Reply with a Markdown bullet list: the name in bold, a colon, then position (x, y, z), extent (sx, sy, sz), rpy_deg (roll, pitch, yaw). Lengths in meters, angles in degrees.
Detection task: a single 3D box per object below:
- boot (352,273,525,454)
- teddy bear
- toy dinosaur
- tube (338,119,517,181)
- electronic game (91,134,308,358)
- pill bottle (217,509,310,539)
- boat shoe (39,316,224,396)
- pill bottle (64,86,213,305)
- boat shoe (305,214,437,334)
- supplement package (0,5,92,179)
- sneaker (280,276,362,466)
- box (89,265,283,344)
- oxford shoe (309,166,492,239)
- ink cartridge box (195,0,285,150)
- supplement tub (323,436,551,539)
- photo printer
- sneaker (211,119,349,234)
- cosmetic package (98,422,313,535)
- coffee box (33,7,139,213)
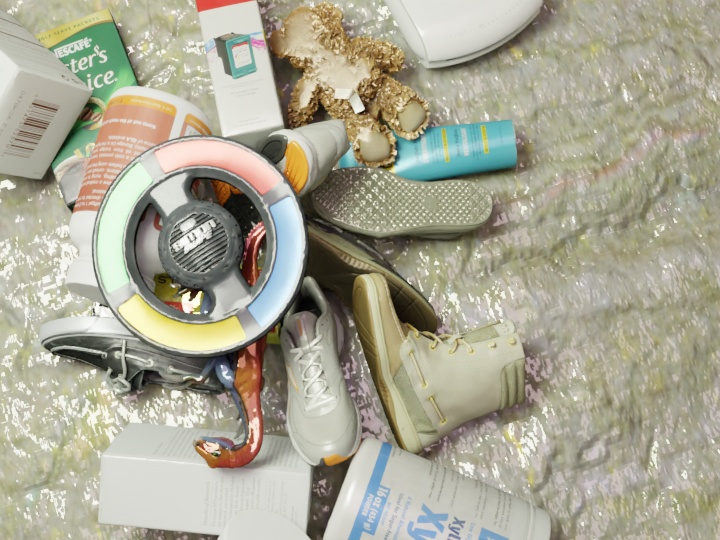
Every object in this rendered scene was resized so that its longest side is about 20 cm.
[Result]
- **boot**: position (0.082, 0.074, 0.964), extent (0.152, 0.072, 0.203), rpy_deg (-21, 112, -8)
- **teddy bear**: position (-0.013, -0.201, 1.053), extent (0.198, 0.067, 0.147), rpy_deg (31, 90, 13)
- **toy dinosaur**: position (-0.121, 0.081, 0.894), extent (0.104, 0.201, 0.183), rpy_deg (3, 46, -36)
- **tube**: position (0.072, -0.128, 1.057), extent (0.196, 0.051, 0.079), rpy_deg (-7, 67, 4)
- **electronic game**: position (-0.144, -0.023, 0.869), extent (0.196, 0.042, 0.204), rpy_deg (0, 83, -1)
- **pill bottle**: position (-0.119, 0.323, 0.869), extent (0.112, 0.113, 0.202), rpy_deg (32, 113, 6)
- **boat shoe**: position (-0.233, 0.094, 0.983), extent (0.195, 0.074, 0.069), rpy_deg (9, 68, -8)
- **pill bottle**: position (-0.223, -0.069, 0.953), extent (0.110, 0.112, 0.204), rpy_deg (13, 74, 2)
- **boat shoe**: position (-0.001, 0.000, 1.011), extent (0.199, 0.072, 0.066), rpy_deg (31, 36, -7)
- **supplement package**: position (-0.400, -0.205, 0.992), extent (0.199, 0.117, 0.118), rpy_deg (40, 104, 19)
- **sneaker**: position (-0.049, 0.094, 0.937), extent (0.074, 0.093, 0.202), rpy_deg (-16, 46, 2)
- **box**: position (-0.178, 0.031, 1.009), extent (0.196, 0.050, 0.077), rpy_deg (6, 76, 0)
- **oxford shoe**: position (0.042, -0.067, 1.025), extent (0.196, 0.058, 0.077), rpy_deg (3, 79, -9)
- **ink cartridge box**: position (-0.129, -0.222, 1.034), extent (0.066, 0.116, 0.204), rpy_deg (-12, 77, -3)
- **supplement tub**: position (0.069, 0.255, 0.923), extent (0.197, 0.132, 0.134), rpy_deg (20, 77, 4)
- **photo printer**: position (0.101, -0.337, 1.088), extent (0.164, 0.070, 0.202), rpy_deg (-26, 79, -7)
- **sneaker**: position (-0.078, -0.096, 0.978), extent (0.091, 0.199, 0.077), rpy_deg (-28, 96, -35)
- **cosmetic package**: position (-0.145, 0.205, 0.938), extent (0.196, 0.101, 0.073), rpy_deg (6, 98, 1)
- **coffee box**: position (-0.297, -0.176, 1.057), extent (0.121, 0.044, 0.203), rpy_deg (-20, 79, -5)
